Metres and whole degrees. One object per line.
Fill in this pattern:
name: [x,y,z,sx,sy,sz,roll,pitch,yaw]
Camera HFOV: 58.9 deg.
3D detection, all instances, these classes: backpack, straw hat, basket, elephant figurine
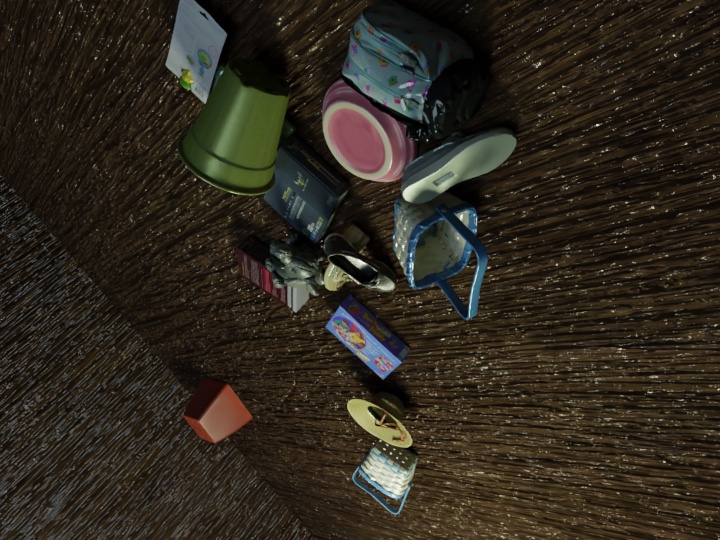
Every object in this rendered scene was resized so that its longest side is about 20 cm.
backpack: [0.072,-0.287,0.905,0.199,0.166,0.128,36,128,18]
straw hat: [0.069,0.377,1.707,0.199,0.086,0.203,26,147,18]
basket: [0.141,-0.037,1.074,0.178,0.137,0.201,92,153,-51]
basket: [0.077,0.604,1.884,0.175,0.139,0.202,33,116,16]
elephant figurine: [-0.129,-0.009,1.418,0.199,0.153,0.144,8,115,65]

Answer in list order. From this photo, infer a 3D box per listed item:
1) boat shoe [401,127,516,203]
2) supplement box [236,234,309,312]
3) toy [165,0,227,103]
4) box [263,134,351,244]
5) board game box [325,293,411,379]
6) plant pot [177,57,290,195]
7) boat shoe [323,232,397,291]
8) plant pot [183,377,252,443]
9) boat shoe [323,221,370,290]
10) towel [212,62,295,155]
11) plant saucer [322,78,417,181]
boat shoe: [0.144,-0.179,0.991,0.199,0.073,0.070,-26,142,29]
supplement box: [-0.224,0.008,1.634,0.198,0.061,0.110,32,145,17]
toy: [-0.312,-0.434,1.241,0.115,0.047,0.200,44,141,0]
box: [-0.116,-0.162,1.330,0.157,0.051,0.200,42,148,4]
board game box: [0.016,0.165,1.561,0.200,0.045,0.135,42,148,3]
plant pot: [-0.217,-0.279,1.186,0.199,0.200,0.191,37,121,10]
boat shoe: [0.000,0.000,1.315,0.199,0.058,0.067,35,123,-29]
plant pot: [-0.597,0.580,2.591,0.198,0.176,0.202,0,128,48]
boat shoe: [-0.031,-0.016,1.382,0.062,0.074,0.201,30,142,9]
towel: [-0.227,-0.310,1.307,0.199,0.031,0.149,42,148,3]
plant saucer: [0.006,-0.236,1.112,0.199,0.051,0.203,29,145,23]
